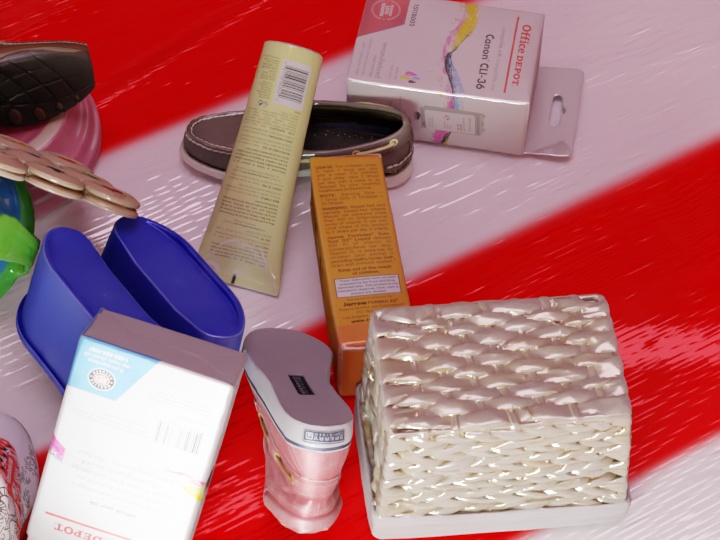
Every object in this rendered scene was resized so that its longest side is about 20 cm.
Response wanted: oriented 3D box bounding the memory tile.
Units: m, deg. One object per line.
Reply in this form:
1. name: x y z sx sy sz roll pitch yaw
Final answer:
1. memory tile: -0.278 -0.091 1.625 0.199 0.017 0.153 18 7 -32

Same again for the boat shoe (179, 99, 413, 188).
1. boat shoe: -0.054 -0.114 1.763 0.200 0.061 0.072 4 51 1

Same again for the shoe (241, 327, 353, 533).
1. shoe: -0.052 0.118 1.571 0.071 0.092 0.200 3 20 -15

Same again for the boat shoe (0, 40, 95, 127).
1. boat shoe: -0.321 -0.162 1.722 0.198 0.076 0.074 -12 47 -11

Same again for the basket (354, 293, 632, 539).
1. basket: 0.098 0.106 1.548 0.198 0.124 0.136 -4 50 -4

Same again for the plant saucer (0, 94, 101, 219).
1. plant saucer: -0.321 -0.123 1.769 0.199 0.051 0.202 0 51 -1

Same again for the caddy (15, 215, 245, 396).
1. caddy: -0.177 0.049 1.600 0.141 0.106 0.200 -12 43 -37

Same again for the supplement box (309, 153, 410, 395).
1. supplement box: 0.000 0.000 1.669 0.068 0.067 0.201 -7 52 -7

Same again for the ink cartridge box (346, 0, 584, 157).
1. ink cartridge box: 0.094 -0.170 1.809 0.198 0.068 0.117 8 51 5

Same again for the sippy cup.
1. sippy cup: -0.343 -0.044 1.620 0.177 0.130 0.141 -22 64 18

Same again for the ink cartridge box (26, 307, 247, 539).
1. ink cartridge box: -0.165 0.143 1.493 0.114 0.201 0.068 18 18 0

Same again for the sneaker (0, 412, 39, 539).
1. sneaker: -0.271 0.149 1.498 0.067 0.109 0.202 2 42 -1

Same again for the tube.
1. tube: -0.080 -0.085 1.704 0.058 0.052 0.202 9 83 51
